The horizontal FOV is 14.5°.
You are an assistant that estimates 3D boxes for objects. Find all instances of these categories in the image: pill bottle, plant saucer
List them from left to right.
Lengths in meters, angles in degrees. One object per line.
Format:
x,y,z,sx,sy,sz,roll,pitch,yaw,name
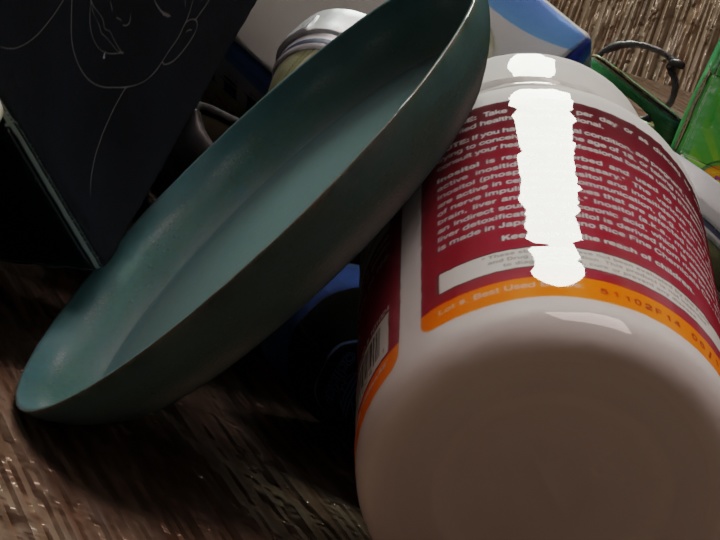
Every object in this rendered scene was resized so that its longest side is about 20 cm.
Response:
-0.029,-0.019,0.897,0.027,0.200,0.200,46,4,-13,plant saucer
0.055,0.013,0.880,0.113,0.113,0.200,17,30,-9,pill bottle

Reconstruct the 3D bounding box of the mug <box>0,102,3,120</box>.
-0.191,-0.052,0.857,0.153,0.150,0.187,25,23,-7,mug

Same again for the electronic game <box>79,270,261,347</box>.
-0.086,-0.037,1.127,0.200,0.042,0.200,34,17,-12,electronic game

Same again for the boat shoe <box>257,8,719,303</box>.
0.053,-0.023,1.024,0.200,0.072,0.062,25,52,-1,boat shoe

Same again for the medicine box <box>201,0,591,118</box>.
-0.002,-0.087,1.187,0.182,0.103,0.200,41,-9,14,medicine box

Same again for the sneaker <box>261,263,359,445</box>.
0.060,0.049,1.015,0.200,0.070,0.078,9,23,-35,sneaker

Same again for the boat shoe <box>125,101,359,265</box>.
0.000,0.000,1.056,0.200,0.060,0.074,28,26,-22,boat shoe

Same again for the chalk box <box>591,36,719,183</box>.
0.179,-0.029,1.149,0.200,0.124,0.125,23,-8,8,chalk box

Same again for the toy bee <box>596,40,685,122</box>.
0.164,0.004,1.269,0.200,0.131,0.109,33,15,-6,toy bee

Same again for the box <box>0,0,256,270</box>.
-0.131,-0.140,0.972,0.124,0.197,0.200,6,-38,31,box
